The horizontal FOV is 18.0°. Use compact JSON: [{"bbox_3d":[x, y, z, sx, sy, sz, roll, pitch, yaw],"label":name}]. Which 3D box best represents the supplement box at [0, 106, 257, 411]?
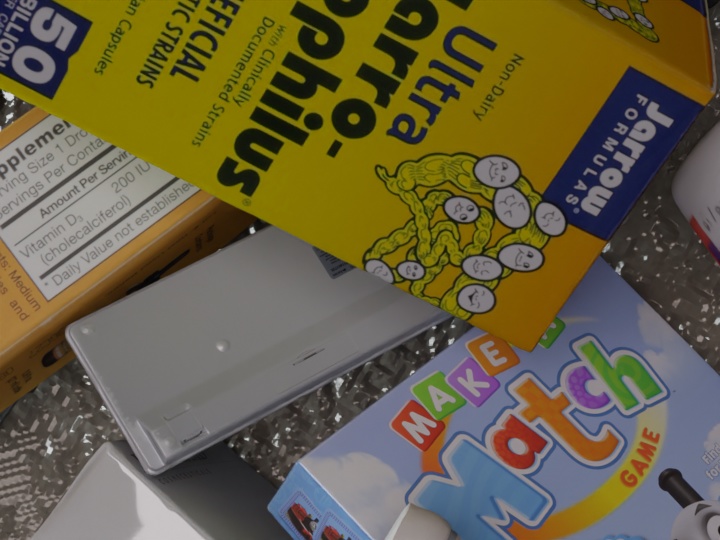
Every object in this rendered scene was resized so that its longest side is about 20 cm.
[{"bbox_3d":[-0.126,0.007,0.746,0.200,0.067,0.069,-35,82,-10],"label":"supplement box"}]

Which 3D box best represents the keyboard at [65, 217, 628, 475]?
[{"bbox_3d":[0.000,0.000,0.757,0.200,0.011,0.056,-27,72,-25],"label":"keyboard"}]

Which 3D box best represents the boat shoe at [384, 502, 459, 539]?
[{"bbox_3d":[0.002,0.168,0.653,0.068,0.072,0.201,20,92,4],"label":"boat shoe"}]

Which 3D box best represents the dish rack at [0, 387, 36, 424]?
[{"bbox_3d":[-0.200,0.034,0.829,0.153,0.055,0.200,37,93,14],"label":"dish rack"}]

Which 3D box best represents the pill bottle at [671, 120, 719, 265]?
[{"bbox_3d":[0.197,0.020,0.712,0.111,0.111,0.200,-36,78,7],"label":"pill bottle"}]

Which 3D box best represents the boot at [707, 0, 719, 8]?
[{"bbox_3d":[0.039,-0.098,0.774,0.132,0.070,0.200,40,129,-17],"label":"boot"}]

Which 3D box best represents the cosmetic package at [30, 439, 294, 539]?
[{"bbox_3d":[-0.017,0.146,0.749,0.200,0.113,0.081,41,98,11],"label":"cosmetic package"}]

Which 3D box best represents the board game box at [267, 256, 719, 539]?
[{"bbox_3d":[0.091,0.102,0.721,0.200,0.037,0.151,45,52,13],"label":"board game box"}]

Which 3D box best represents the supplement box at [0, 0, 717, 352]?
[{"bbox_3d":[-0.006,-0.083,0.691,0.199,0.110,0.109,26,121,-11],"label":"supplement box"}]
